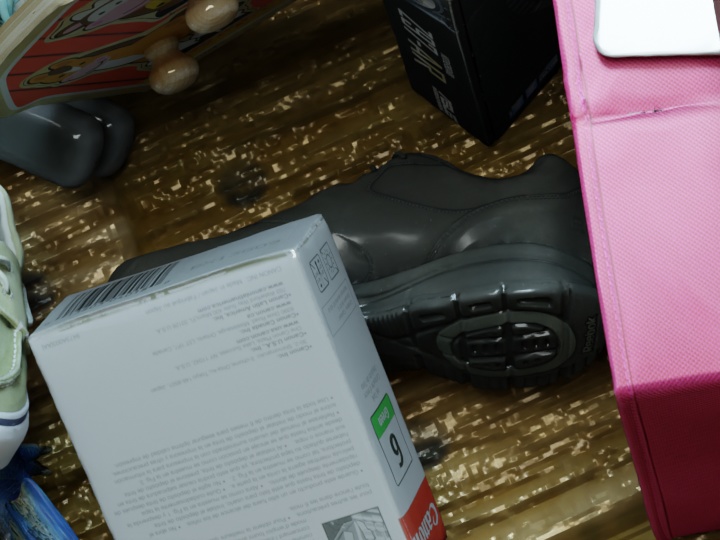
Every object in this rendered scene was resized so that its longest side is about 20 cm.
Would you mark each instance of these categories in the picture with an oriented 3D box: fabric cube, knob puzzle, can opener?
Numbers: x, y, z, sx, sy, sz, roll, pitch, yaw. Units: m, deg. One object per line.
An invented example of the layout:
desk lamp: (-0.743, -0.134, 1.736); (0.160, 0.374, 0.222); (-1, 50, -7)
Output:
fabric cube: (0.180, -0.034, 1.002); (0.199, 0.196, 0.200); (-10, 69, 8)
knob puzzle: (-0.056, -0.097, 1.045); (0.220, 0.220, 0.030); (-26, 85, 1)
can opener: (-0.189, -0.075, 1.172); (0.200, 0.053, 0.066); (19, 110, 18)

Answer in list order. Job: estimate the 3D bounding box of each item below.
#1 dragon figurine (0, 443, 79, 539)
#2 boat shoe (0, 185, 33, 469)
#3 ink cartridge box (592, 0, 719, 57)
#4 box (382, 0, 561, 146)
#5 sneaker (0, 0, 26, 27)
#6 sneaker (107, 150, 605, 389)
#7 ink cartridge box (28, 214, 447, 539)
dragon figurine: (-0.127, 0.108, 1.043); (0.059, 0.099, 0.200); (-33, 101, 1)
boat shoe: (-0.157, 0.011, 1.057); (0.072, 0.200, 0.062); (20, 105, -21)
ink cartridge box: (0.171, -0.131, 0.898); (0.200, 0.067, 0.116); (-1, 70, 10)
box: (0.089, -0.158, 1.081); (0.044, 0.160, 0.200); (38, 81, 16)
sneaker: (-0.141, -0.124, 1.107); (0.200, 0.078, 0.086); (-16, 47, -2)
sneaker: (0.000, 0.000, 1.099); (0.200, 0.076, 0.091); (-2, 53, 12)
ink cartridge box: (-0.032, 0.091, 1.051); (0.109, 0.050, 0.200); (-18, 103, 17)
